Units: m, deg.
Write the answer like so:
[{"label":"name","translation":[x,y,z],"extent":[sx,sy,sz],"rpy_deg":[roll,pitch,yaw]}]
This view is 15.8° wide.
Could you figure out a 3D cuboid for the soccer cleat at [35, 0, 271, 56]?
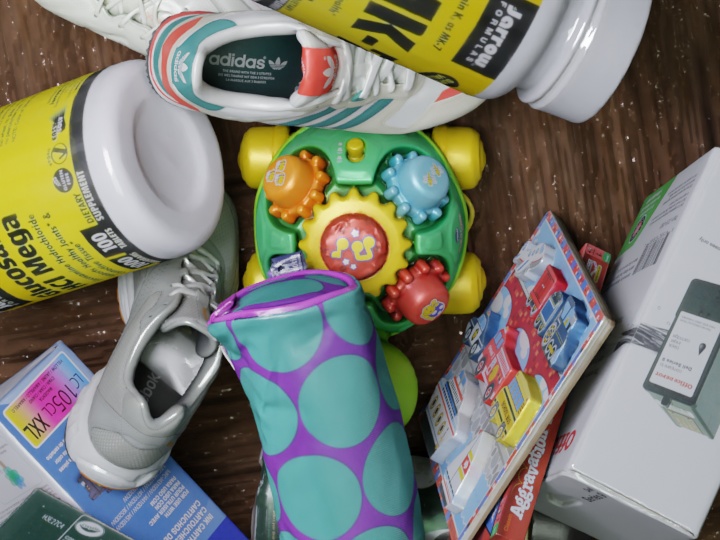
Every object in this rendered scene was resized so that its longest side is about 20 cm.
[{"label":"soccer cleat","translation":[-0.098,-0.139,1.461],"extent":[0.199,0.078,0.069],"rpy_deg":[17,135,-10]}]

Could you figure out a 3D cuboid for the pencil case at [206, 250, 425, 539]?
[{"label":"pencil case","translation":[-0.022,0.097,1.428],"extent":[0.092,0.085,0.201],"rpy_deg":[-6,110,21]}]

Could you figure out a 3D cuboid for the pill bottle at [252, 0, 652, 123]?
[{"label":"pill bottle","translation":[0.044,-0.158,1.347],"extent":[0.200,0.114,0.115],"rpy_deg":[22,104,-14]}]

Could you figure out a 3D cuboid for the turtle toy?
[{"label":"turtle toy","translation":[0.000,0.000,1.495],"extent":[0.145,0.101,0.201],"rpy_deg":[-1,103,4]}]

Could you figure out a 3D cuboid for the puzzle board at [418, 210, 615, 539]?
[{"label":"puzzle board","translation":[0.080,0.056,1.453],"extent":[0.017,0.200,0.151],"rpy_deg":[30,103,-12]}]

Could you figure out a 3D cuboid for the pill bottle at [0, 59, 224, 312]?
[{"label":"pill bottle","translation":[-0.186,-0.040,1.472],"extent":[0.200,0.112,0.113],"rpy_deg":[-17,102,30]}]

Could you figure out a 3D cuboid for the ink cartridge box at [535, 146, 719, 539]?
[{"label":"ink cartridge box","translation":[0.171,0.049,1.437],"extent":[0.084,0.146,0.200],"rpy_deg":[28,77,-5]}]

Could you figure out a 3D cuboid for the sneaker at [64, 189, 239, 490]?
[{"label":"sneaker","translation":[-0.099,0.027,1.469],"extent":[0.076,0.200,0.092],"rpy_deg":[26,146,-18]}]

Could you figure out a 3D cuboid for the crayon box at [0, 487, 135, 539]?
[{"label":"crayon box","translation":[-0.144,0.227,1.481],"extent":[0.127,0.051,0.200],"rpy_deg":[25,139,21]}]

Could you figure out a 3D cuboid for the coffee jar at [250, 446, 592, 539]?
[{"label":"coffee jar","translation":[0.037,0.156,1.535],"extent":[0.199,0.085,0.105],"rpy_deg":[6,114,3]}]

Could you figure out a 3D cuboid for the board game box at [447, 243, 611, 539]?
[{"label":"board game box","translation":[0.089,0.088,1.451],"extent":[0.019,0.200,0.103],"rpy_deg":[25,144,-6]}]

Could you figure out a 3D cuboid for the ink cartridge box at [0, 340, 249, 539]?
[{"label":"ink cartridge box","translation":[-0.157,0.154,1.522],"extent":[0.200,0.076,0.136],"rpy_deg":[49,142,-7]}]

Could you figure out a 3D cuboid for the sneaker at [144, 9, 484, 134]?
[{"label":"sneaker","translation":[-0.013,-0.105,1.402],"extent":[0.199,0.093,0.071],"rpy_deg":[2,100,-14]}]
